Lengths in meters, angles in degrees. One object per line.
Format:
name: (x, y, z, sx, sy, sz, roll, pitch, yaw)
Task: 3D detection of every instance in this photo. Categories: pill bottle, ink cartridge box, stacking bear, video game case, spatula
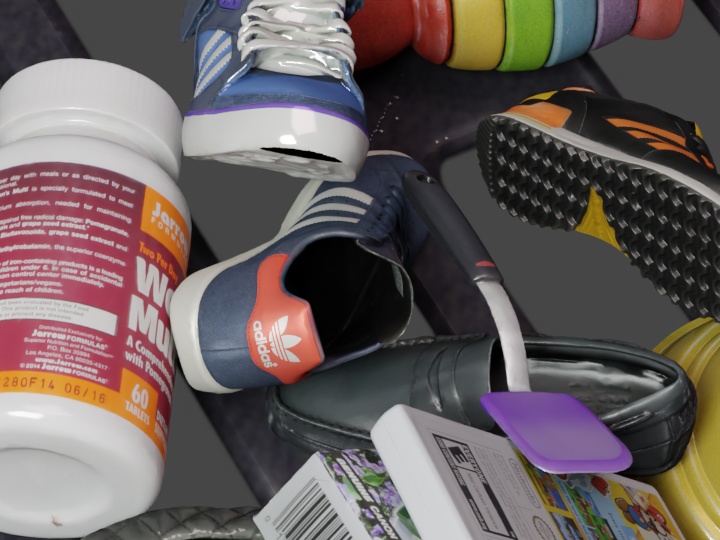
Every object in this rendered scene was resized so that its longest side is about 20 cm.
pill bottle: (-0.133, 0.010, 1.061, 0.109, 0.110, 0.201, 8, 56, -6)
ink cartridge box: (0.056, 0.128, 0.998, 0.200, 0.050, 0.109, 2, 47, -52)
stacking bear: (0.057, -0.155, 1.219, 0.199, 0.122, 0.114, -12, 52, -8)
video game case: (0.104, 0.151, 0.944, 0.182, 0.023, 0.200, 21, 32, -45)
spatula: (0.061, 0.021, 1.042, 0.056, 0.021, 0.200, 3, 43, -30)

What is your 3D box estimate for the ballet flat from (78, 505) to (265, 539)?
ballet flat: (-0.055, 0.136, 1.016, 0.199, 0.067, 0.057, -8, 17, -19)

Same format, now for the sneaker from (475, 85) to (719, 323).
sneaker: (0.153, -0.045, 1.155, 0.090, 0.070, 0.200, -32, 43, -33)

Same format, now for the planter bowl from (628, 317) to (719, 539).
planter bowl: (0.225, 0.079, 1.108, 0.199, 0.084, 0.201, 5, 55, -8)

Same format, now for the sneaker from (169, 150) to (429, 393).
sneaker: (0.000, 0.000, 1.081, 0.084, 0.075, 0.200, -5, 23, 34)

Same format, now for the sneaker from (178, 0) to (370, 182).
sneaker: (-0.035, -0.119, 1.082, 0.080, 0.200, 0.147, 9, 91, -11)

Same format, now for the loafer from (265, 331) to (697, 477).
loafer: (0.054, 0.055, 1.080, 0.199, 0.071, 0.068, 2, 57, 7)
